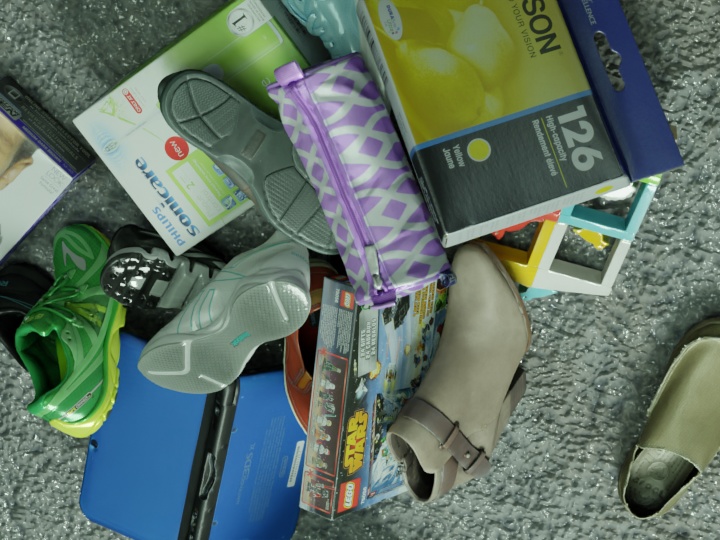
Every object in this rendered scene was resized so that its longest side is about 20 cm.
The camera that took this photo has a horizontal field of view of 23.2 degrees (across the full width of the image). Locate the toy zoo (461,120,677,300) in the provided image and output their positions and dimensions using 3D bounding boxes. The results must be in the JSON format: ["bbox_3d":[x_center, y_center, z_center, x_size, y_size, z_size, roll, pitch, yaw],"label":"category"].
[{"bbox_3d":[0.162,-0.050,1.425,0.131,0.020,0.200,15,130,-4],"label":"toy zoo"}]

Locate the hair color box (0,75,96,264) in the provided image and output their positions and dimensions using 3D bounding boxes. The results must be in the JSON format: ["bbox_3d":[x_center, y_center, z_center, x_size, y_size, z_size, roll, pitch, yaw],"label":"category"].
[{"bbox_3d":[-0.340,-0.062,1.547,0.109,0.065,0.200,43,113,-6],"label":"hair color box"}]

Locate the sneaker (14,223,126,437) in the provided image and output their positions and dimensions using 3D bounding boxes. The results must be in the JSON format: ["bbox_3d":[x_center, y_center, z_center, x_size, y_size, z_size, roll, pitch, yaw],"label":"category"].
[{"bbox_3d":[-0.251,0.042,1.507,0.083,0.200,0.074,21,142,-38],"label":"sneaker"}]

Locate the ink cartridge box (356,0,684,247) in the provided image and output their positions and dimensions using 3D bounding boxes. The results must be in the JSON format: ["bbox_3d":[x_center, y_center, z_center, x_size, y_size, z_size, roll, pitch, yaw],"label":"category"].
[{"bbox_3d":[0.123,-0.142,1.330,0.200,0.047,0.198,-19,79,-4],"label":"ink cartridge box"}]

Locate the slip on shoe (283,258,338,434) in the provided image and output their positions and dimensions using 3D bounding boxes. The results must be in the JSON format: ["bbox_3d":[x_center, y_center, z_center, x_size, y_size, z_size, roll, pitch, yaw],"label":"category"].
[{"bbox_3d":[-0.028,0.085,1.492,0.074,0.061,0.200,-14,126,-8],"label":"slip on shoe"}]

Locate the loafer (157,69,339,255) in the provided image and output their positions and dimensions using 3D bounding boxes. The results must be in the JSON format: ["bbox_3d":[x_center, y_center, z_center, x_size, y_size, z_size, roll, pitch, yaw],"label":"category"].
[{"bbox_3d":[-0.079,-0.091,1.389,0.200,0.063,0.072,42,88,-23],"label":"loafer"}]

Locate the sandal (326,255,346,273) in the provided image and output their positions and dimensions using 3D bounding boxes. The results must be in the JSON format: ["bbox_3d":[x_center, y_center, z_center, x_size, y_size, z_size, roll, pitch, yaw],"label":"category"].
[{"bbox_3d":[-0.001,0.000,1.502,0.076,0.043,0.200,-6,110,15],"label":"sandal"}]

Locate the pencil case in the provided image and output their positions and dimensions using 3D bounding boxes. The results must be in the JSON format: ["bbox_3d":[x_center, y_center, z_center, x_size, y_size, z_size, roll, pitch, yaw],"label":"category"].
[{"bbox_3d":[-0.003,-0.067,1.334,0.084,0.085,0.200,-23,91,36],"label":"pencil case"}]

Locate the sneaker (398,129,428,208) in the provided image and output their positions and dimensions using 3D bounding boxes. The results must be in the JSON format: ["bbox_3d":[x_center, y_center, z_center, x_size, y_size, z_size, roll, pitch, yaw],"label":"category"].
[{"bbox_3d":[0.058,-0.110,1.419,0.075,0.079,0.200,24,95,-9],"label":"sneaker"}]

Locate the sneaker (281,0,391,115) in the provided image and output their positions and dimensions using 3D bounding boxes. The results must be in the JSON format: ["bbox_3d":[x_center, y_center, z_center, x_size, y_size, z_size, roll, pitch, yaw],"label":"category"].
[{"bbox_3d":[-0.021,-0.204,1.394,0.082,0.074,0.200,-8,89,8],"label":"sneaker"}]

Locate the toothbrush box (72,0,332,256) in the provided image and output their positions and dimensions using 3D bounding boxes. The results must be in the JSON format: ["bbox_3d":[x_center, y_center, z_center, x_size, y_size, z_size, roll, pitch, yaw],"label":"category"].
[{"bbox_3d":[-0.110,-0.131,1.452,0.200,0.086,0.146,-31,103,24],"label":"toothbrush box"}]

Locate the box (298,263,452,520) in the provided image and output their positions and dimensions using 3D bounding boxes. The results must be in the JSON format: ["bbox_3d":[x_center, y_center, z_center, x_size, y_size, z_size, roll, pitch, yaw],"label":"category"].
[{"bbox_3d":[0.015,0.095,1.460,0.040,0.137,0.200,17,107,35],"label":"box"}]

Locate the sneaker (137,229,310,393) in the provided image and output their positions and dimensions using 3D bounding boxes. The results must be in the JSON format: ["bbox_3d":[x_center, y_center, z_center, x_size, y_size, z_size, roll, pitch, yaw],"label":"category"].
[{"bbox_3d":[-0.107,0.037,1.452,0.070,0.080,0.200,37,130,-26],"label":"sneaker"}]

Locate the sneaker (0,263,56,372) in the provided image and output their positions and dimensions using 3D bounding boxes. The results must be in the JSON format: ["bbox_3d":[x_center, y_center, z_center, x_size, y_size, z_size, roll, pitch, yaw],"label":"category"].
[{"bbox_3d":[-0.265,0.084,1.580,0.200,0.079,0.075,42,114,-7],"label":"sneaker"}]

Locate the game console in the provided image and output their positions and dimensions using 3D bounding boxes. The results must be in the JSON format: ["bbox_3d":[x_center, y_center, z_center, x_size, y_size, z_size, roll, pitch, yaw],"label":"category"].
[{"bbox_3d":[-0.141,0.153,1.582,0.118,0.170,0.200,39,124,42],"label":"game console"}]

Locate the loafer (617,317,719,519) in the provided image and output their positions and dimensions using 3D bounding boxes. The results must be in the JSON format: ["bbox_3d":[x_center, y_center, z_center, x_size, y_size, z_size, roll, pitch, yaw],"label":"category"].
[{"bbox_3d":[0.276,0.133,1.478,0.076,0.067,0.200,21,115,4],"label":"loafer"}]

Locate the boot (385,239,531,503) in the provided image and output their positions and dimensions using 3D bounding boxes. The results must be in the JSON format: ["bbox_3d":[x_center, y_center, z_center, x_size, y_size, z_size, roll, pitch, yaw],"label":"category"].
[{"bbox_3d":[0.075,0.093,1.451,0.070,0.146,0.200,17,138,41],"label":"boot"}]

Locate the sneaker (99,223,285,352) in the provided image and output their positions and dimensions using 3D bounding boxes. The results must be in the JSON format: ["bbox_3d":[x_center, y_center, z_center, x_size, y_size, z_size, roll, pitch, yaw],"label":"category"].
[{"bbox_3d":[-0.133,0.007,1.524,0.200,0.091,0.067,20,119,-24],"label":"sneaker"}]
